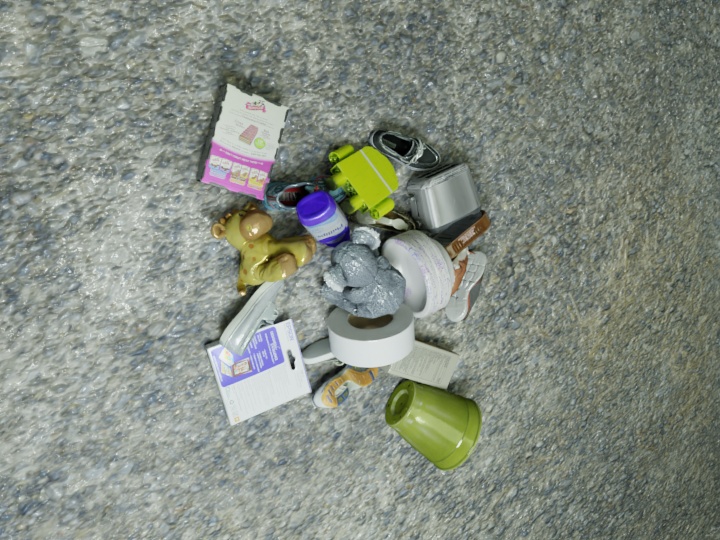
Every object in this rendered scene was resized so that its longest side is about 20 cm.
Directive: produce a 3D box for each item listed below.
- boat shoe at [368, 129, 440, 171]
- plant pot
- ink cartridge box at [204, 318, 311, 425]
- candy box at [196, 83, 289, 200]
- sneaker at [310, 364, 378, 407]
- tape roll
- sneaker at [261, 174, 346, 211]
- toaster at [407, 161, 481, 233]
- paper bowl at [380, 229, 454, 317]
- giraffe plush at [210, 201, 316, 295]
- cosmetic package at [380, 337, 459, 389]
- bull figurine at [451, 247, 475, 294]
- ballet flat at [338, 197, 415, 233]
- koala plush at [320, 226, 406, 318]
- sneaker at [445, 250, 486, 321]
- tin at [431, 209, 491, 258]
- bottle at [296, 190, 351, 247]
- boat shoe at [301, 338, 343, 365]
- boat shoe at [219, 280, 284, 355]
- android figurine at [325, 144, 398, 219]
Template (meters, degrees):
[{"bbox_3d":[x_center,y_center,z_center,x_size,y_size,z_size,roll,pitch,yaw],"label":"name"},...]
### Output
[{"bbox_3d":[0.118,-0.287,1.295,0.199,0.068,0.074,20,92,-29],"label":"boat shoe"},{"bbox_3d":[0.175,0.384,1.419,0.193,0.200,0.201,33,85,-18],"label":"plant pot"},{"bbox_3d":[-0.229,0.225,1.242,0.200,0.043,0.198,-19,109,-21],"label":"ink cartridge box"},{"bbox_3d":[-0.241,-0.259,1.118,0.136,0.061,0.200,15,95,-29],"label":"candy box"},{"bbox_3d":[-0.042,0.270,1.342,0.200,0.088,0.075,-24,89,-43],"label":"sneaker"},{"bbox_3d":[0.026,0.138,1.262,0.202,0.202,0.071,-16,117,-24],"label":"tape roll"},{"bbox_3d":[-0.109,-0.160,1.189,0.200,0.096,0.079,-14,107,-24],"label":"sneaker"},{"bbox_3d":[0.208,-0.184,1.341,0.200,0.114,0.129,-26,110,-20],"label":"toaster"},{"bbox_3d":[0.142,0.002,1.291,0.104,0.201,0.201,-22,111,-25],"label":"paper bowl"},{"bbox_3d":[-0.214,-0.061,1.145,0.200,0.173,0.162,-23,104,16],"label":"giraffe plush"},{"bbox_3d":[0.150,0.233,1.427,0.200,0.071,0.105,23,89,-30],"label":"cosmetic package"},{"bbox_3d":[0.226,0.013,1.404,0.121,0.065,0.200,8,106,-63],"label":"bull figurine"},{"bbox_3d":[0.048,-0.126,1.289,0.200,0.075,0.068,13,106,-29],"label":"ballet flat"},{"bbox_3d":[0.000,0.000,1.196,0.177,0.184,0.200,-49,147,-12],"label":"koala plush"},{"bbox_3d":[0.288,0.044,1.472,0.082,0.077,0.200,22,91,-57],"label":"sneaker"},{"bbox_3d":[0.241,-0.087,1.382,0.200,0.112,0.042,-39,106,-16],"label":"tin"},{"bbox_3d":[-0.069,-0.099,1.189,0.083,0.065,0.200,-25,156,6],"label":"bottle"},{"bbox_3d":[-0.045,0.195,1.316,0.200,0.071,0.064,-17,115,-23],"label":"boat shoe"},{"bbox_3d":[-0.217,0.097,1.184,0.071,0.070,0.201,36,71,2],"label":"boat shoe"},{"bbox_3d":[0.010,-0.205,1.231,0.182,0.041,0.200,52,48,-4],"label":"android figurine"}]
